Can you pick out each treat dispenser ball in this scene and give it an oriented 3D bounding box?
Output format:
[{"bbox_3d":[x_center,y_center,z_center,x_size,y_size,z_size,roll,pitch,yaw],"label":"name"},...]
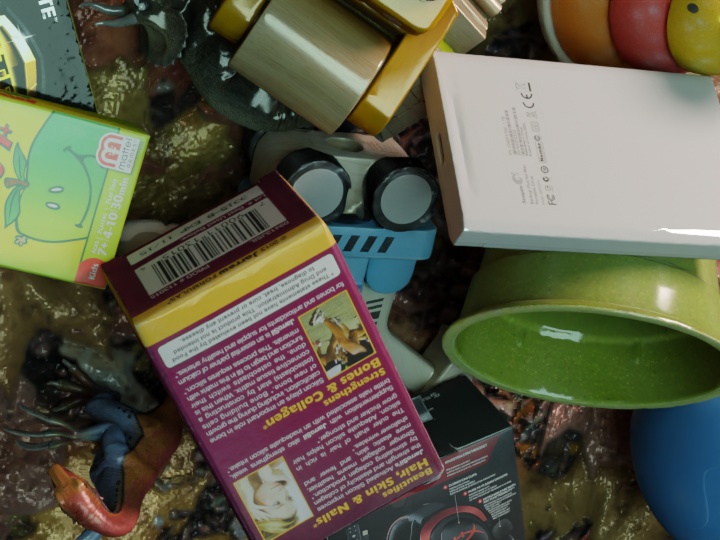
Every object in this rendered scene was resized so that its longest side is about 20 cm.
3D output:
[{"bbox_3d":[0.298,0.124,1.324,0.200,0.201,0.201,-6,106,-21],"label":"treat dispenser ball"}]

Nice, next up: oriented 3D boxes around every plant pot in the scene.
[{"bbox_3d":[0.164,-0.026,1.234,0.200,0.200,0.190,18,66,-25],"label":"plant pot"}]

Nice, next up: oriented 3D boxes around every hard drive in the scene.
[{"bbox_3d":[0.143,-0.072,1.138,0.200,0.026,0.132,3,60,-20],"label":"hard drive"}]

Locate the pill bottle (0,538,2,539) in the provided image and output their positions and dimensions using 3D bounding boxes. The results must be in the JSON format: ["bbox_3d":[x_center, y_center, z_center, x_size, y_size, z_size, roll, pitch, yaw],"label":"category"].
[{"bbox_3d":[-0.314,0.248,1.157,0.111,0.111,0.200,30,92,-26],"label":"pill bottle"}]

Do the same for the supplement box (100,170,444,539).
[{"bbox_3d":[-0.053,0.062,1.121,0.131,0.103,0.200,-28,118,-8],"label":"supplement box"}]

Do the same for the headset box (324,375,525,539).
[{"bbox_3d":[0.035,0.177,1.276,0.148,0.075,0.200,-21,126,-16],"label":"headset box"}]

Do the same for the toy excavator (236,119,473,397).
[{"bbox_3d":[0.000,0.000,1.241,0.194,0.100,0.200,3,116,-24],"label":"toy excavator"}]

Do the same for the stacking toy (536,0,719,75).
[{"bbox_3d":[0.230,-0.179,1.205,0.146,0.200,0.146,-19,121,-35],"label":"stacking toy"}]

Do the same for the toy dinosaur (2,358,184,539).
[{"bbox_3d":[-0.152,0.111,1.147,0.200,0.181,0.105,-30,113,-13],"label":"toy dinosaur"}]

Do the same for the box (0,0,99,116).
[{"bbox_3d":[-0.252,-0.121,1.121,0.159,0.049,0.200,-18,110,-15],"label":"box"}]

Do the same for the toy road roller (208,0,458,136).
[{"bbox_3d":[0.010,-0.185,1.067,0.123,0.146,0.200,33,88,-8],"label":"toy road roller"}]

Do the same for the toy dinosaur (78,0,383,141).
[{"bbox_3d":[-0.074,-0.139,1.167,0.200,0.077,0.102,42,90,-11],"label":"toy dinosaur"}]

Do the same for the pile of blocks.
[{"bbox_3d":[0.049,-0.180,1.207,0.062,0.082,0.200,45,61,-23],"label":"pile of blocks"}]

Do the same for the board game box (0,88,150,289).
[{"bbox_3d":[-0.238,-0.062,1.089,0.200,0.048,0.102,14,100,-25],"label":"board game box"}]

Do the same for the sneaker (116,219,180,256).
[{"bbox_3d":[-0.089,0.040,1.204,0.200,0.075,0.082,41,69,-26],"label":"sneaker"}]
